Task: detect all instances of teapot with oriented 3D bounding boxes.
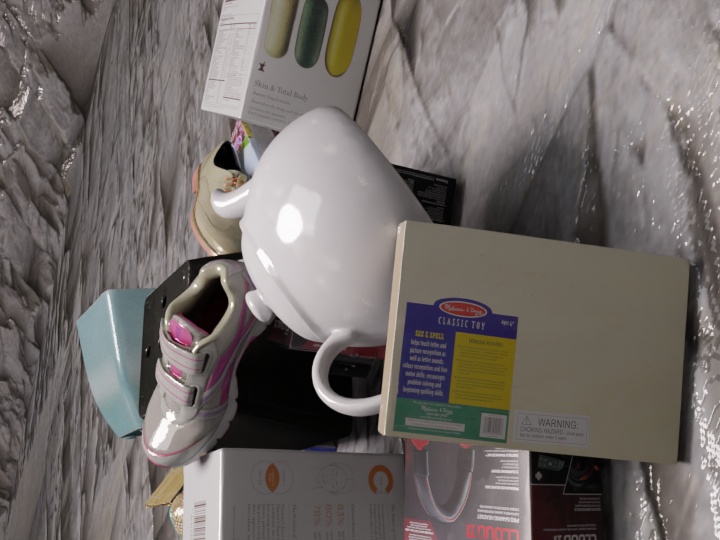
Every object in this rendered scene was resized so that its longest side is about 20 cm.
[{"bbox_3d":[-0.024,-0.011,0.596,0.145,0.199,0.200,-38,7,-1],"label":"teapot"}]

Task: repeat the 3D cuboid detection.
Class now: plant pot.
[{"bbox_3d":[-0.317,0.150,1.227,0.195,0.193,0.204,-30,66,52],"label":"plant pot"},{"bbox_3d":[-0.133,0.087,0.851,0.199,0.175,0.204,-29,57,49],"label":"plant pot"}]

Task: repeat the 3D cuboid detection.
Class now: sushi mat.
[{"bbox_3d":[-0.215,0.238,1.066,0.095,0.012,0.201,-23,26,52],"label":"sushi mat"}]

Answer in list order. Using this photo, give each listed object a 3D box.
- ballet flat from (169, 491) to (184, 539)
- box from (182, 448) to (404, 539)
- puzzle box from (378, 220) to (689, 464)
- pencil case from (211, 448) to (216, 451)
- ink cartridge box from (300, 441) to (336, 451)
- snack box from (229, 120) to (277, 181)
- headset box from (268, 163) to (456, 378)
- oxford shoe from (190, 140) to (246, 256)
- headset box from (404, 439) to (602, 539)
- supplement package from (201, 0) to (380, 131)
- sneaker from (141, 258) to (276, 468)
[{"bbox_3d":[-0.160,0.355,0.950,0.065,0.071,0.202,-26,100,26],"label":"ballet flat"},{"bbox_3d":[-0.059,0.239,0.737,0.097,0.197,0.127,-30,56,52],"label":"box"},{"bbox_3d":[0.113,0.047,0.505,0.025,0.195,0.136,157,121,-80],"label":"puzzle box"},{"bbox_3d":[-0.176,0.283,1.045,0.199,0.077,0.089,-12,83,58],"label":"pencil case"},{"bbox_3d":[-0.099,0.189,0.971,0.200,0.043,0.095,51,123,52],"label":"ink cartridge box"},{"bbox_3d":[-0.156,-0.093,1.124,0.170,0.067,0.201,-62,37,28],"label":"snack box"},{"bbox_3d":[0.000,0.000,0.748,0.075,0.146,0.205,-175,94,-66],"label":"headset box"},{"bbox_3d":[-0.183,-0.094,1.040,0.074,0.070,0.202,-51,42,33],"label":"oxford shoe"},{"bbox_3d":[0.103,0.133,0.596,0.148,0.074,0.205,-18,67,56],"label":"headset box"},{"bbox_3d":[-0.088,-0.276,0.974,0.150,0.149,0.204,25,104,58],"label":"supplement package"},{"bbox_3d":[-0.146,0.073,0.686,0.080,0.088,0.203,20,84,27],"label":"sneaker"}]
